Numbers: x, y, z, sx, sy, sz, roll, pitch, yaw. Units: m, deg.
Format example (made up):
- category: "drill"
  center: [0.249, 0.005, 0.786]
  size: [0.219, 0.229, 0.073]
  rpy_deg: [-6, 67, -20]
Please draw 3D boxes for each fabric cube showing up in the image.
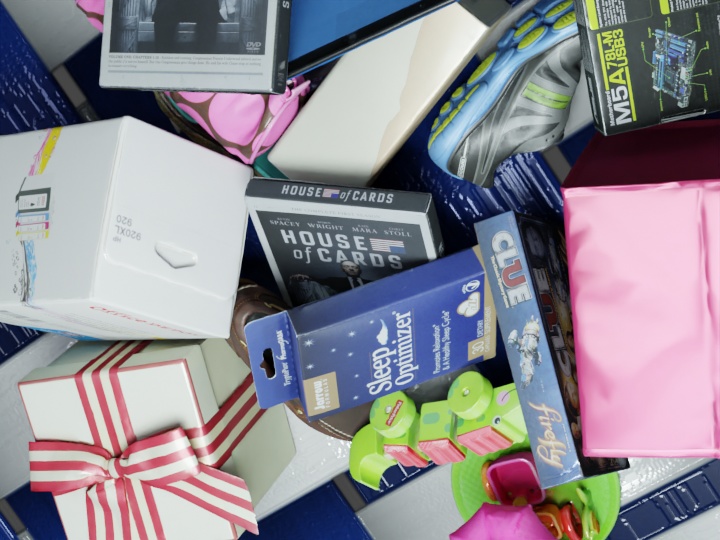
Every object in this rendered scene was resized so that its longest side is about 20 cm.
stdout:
- category: "fabric cube"
  center: [0.264, 0.006, 1.124]
  size: [0.198, 0.196, 0.202]
  rpy_deg: [-1, 107, 19]

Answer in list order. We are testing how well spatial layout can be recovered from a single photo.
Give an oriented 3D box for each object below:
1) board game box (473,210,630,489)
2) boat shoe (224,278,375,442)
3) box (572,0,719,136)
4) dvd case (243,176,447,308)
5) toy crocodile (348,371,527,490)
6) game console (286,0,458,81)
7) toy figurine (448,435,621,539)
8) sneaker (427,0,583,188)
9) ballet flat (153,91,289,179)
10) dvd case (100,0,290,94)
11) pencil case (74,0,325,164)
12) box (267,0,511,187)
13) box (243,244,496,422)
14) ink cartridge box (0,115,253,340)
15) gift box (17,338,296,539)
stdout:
- category: "board game box"
  center: [0.148, 0.060, 1.177]
  size: [0.034, 0.135, 0.202]
  rpy_deg: [-18, 80, 23]
- category: "boat shoe"
  center: [-0.043, 0.086, 1.283]
  size: [0.200, 0.070, 0.071]
  rpy_deg: [40, 85, -29]
- category: "box"
  center: [0.246, -0.214, 1.102]
  size: [0.191, 0.048, 0.202]
  rpy_deg: [-12, 105, 3]
- category: "dvd case"
  center: [0.000, 0.000, 1.242]
  size: [0.149, 0.025, 0.201]
  rpy_deg: [6, 147, 17]
- category: "toy crocodile"
  center: [0.073, 0.130, 1.259]
  size: [0.199, 0.062, 0.067]
  rpy_deg: [-17, 142, 31]
- category: "game console"
  center: [-0.024, -0.251, 1.117]
  size: [0.199, 0.118, 0.172]
  rpy_deg: [-21, 103, 23]
- category: "toy figurine"
  center: [0.134, 0.238, 1.254]
  size: [0.149, 0.184, 0.202]
  rpy_deg: [-17, 103, 23]
- category: "sneaker"
  center: [0.138, -0.143, 1.192]
  size: [0.082, 0.071, 0.200]
  rpy_deg: [35, 115, -20]
- category: "ballet flat"
  center: [-0.119, -0.121, 1.284]
  size: [0.200, 0.071, 0.071]
  rpy_deg: [45, 116, 1]
- category: "dvd case"
  center: [-0.116, -0.231, 1.116]
  size: [0.149, 0.025, 0.202]
  rpy_deg: [5, 92, 26]
- category: "pencil case"
  center: [-0.130, -0.182, 1.214]
  size: [0.200, 0.091, 0.094]
  rpy_deg: [40, 153, -1]
- category: "box"
  center: [0.022, -0.147, 1.207]
  size: [0.078, 0.095, 0.200]
  rpy_deg: [39, 117, 0]
- category: "box"
  center: [0.012, 0.055, 1.205]
  size: [0.198, 0.033, 0.122]
  rpy_deg: [-18, 143, -9]
- category: "ink cartridge box"
  center: [-0.209, -0.027, 1.238]
  size: [0.199, 0.147, 0.146]
  rpy_deg: [-2, 75, 42]
- category: "gift box"
  center: [-0.162, 0.146, 1.319]
  size: [0.183, 0.187, 0.202]
  rpy_deg: [-14, 103, 23]
